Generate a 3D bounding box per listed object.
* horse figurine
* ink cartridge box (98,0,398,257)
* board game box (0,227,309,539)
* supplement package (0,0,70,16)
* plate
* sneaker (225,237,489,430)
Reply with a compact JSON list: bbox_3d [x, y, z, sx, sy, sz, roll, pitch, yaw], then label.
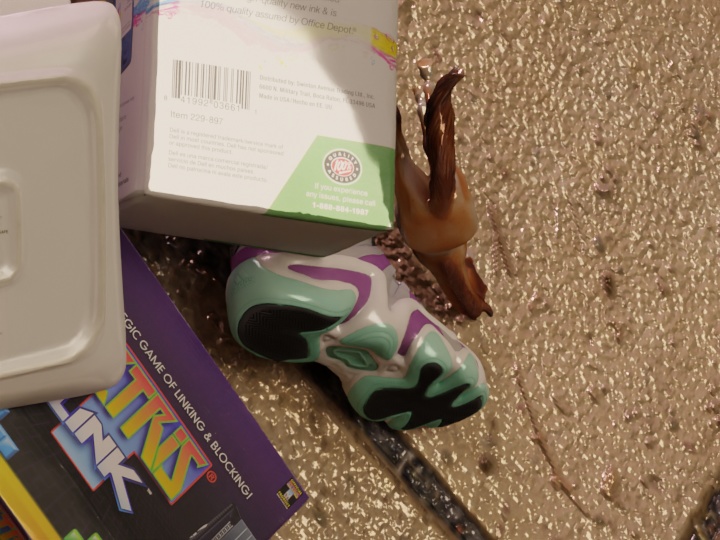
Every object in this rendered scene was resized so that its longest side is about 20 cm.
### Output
[{"bbox_3d":[0.041,-0.050,1.694,0.050,0.200,0.133,-12,77,-3],"label":"horse figurine"},{"bbox_3d":[-0.060,-0.119,1.562,0.145,0.087,0.201,7,77,-25],"label":"ink cartridge box"},{"bbox_3d":[-0.140,0.091,1.538,0.200,0.057,0.165,55,49,-10],"label":"board game box"},{"bbox_3d":[-0.228,-0.136,1.506,0.121,0.120,0.201,3,72,-39],"label":"supplement package"},{"bbox_3d":[-0.192,-0.019,1.420,0.199,0.032,0.201,-11,110,-36],"label":"plate"},{"bbox_3d":[0.000,0.000,1.682,0.200,0.078,0.140,34,40,-44],"label":"sneaker"}]
